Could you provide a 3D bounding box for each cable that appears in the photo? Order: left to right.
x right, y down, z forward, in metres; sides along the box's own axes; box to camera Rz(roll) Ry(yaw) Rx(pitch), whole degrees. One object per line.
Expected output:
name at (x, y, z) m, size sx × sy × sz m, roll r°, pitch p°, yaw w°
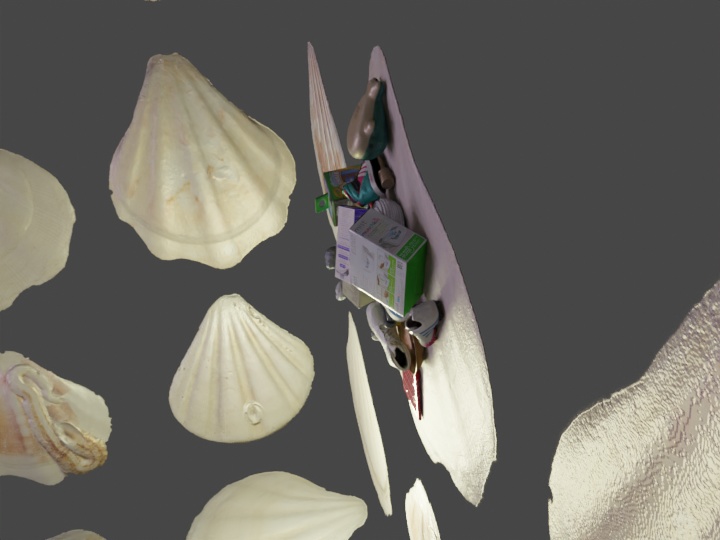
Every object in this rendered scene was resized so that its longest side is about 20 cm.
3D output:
cable at (0.066, -0.095, 1.672) m, size 0.203 × 0.067 × 0.204 m, roll -102°, pitch 17°, yaw -49°

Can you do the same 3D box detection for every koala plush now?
koala plush at (-0.027, 0.003, 2.240) m, size 0.184 × 0.171 × 0.207 m, roll -79°, pitch -23°, yaw -82°

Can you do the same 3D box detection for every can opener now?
can opener at (0.058, 0.070, 1.703) m, size 0.054 × 0.064 × 0.203 m, roll 107°, pitch 157°, yaw -43°

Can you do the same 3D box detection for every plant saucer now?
plant saucer at (0.143, 0.187, 1.726) m, size 0.200 × 0.034 × 0.207 m, roll 169°, pitch 91°, yaw -82°

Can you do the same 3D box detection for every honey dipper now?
honey dipper at (0.052, -0.303, 1.688) m, size 0.039 × 0.037 × 0.204 m, roll 88°, pitch 169°, yaw -49°

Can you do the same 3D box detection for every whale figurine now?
whale figurine at (0.033, -0.385, 1.587) m, size 0.160 × 0.101 × 0.205 m, roll -117°, pitch 41°, yaw -63°

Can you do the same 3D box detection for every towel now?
towel at (0.157, 0.338, 1.884) m, size 0.146 × 0.022 × 0.205 m, roll -116°, pitch 15°, yaw -53°

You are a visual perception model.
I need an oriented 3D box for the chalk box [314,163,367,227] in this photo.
chalk box at (-0.049, -0.230, 1.909) m, size 0.126 × 0.194 × 0.126 m, roll 90°, pitch 165°, yaw -54°

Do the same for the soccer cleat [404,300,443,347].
soccer cleat at (0.143, 0.130, 1.479) m, size 0.202 × 0.084 × 0.072 m, roll 93°, pitch 163°, yaw -60°

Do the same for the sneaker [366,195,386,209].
sneaker at (0.040, -0.134, 1.830) m, size 0.075 × 0.082 × 0.206 m, roll -123°, pitch 23°, yaw -67°

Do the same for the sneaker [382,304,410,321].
sneaker at (0.060, 0.047, 1.620) m, size 0.200 × 0.071 × 0.073 m, roll 44°, pitch 138°, yaw 14°

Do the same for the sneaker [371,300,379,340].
sneaker at (0.065, 0.115, 1.809) m, size 0.075 × 0.078 × 0.207 m, roll -80°, pitch -11°, yaw -76°

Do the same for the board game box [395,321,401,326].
board game box at (0.105, 0.039, 1.680) m, size 0.096 × 0.029 × 0.206 m, roll -112°, pitch 25°, yaw -61°

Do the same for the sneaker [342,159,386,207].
sneaker at (0.004, -0.250, 1.720) m, size 0.083 × 0.119 × 0.203 m, roll 41°, pitch -153°, yaw -34°

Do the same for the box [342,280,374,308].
box at (0.000, 0.000, 1.866) m, size 0.095 × 0.076 × 0.205 m, roll 39°, pitch 141°, yaw 37°

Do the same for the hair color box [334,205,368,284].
hair color box at (-0.020, -0.073, 1.716) m, size 0.109 × 0.063 × 0.207 m, roll 22°, pitch 109°, yaw 62°

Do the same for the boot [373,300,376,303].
boot at (0.086, 0.044, 1.902) m, size 0.166 × 0.070 × 0.206 m, roll -143°, pitch 44°, yaw -57°

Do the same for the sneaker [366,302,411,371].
sneaker at (0.086, 0.185, 1.722) m, size 0.204 × 0.072 × 0.115 m, roll 63°, pitch 171°, yaw -7°

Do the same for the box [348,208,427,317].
box at (0.064, -0.016, 1.504) m, size 0.174 × 0.097 × 0.203 m, roll 30°, pitch 146°, yaw 26°
